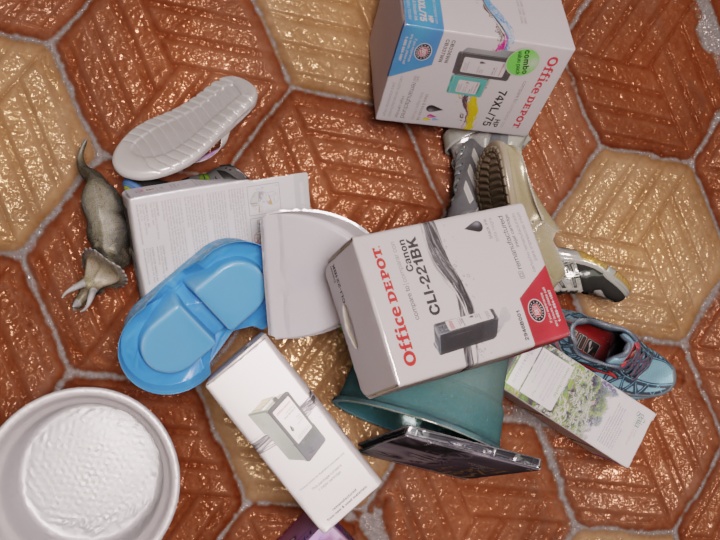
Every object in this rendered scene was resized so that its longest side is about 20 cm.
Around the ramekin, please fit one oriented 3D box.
[{"bbox_3d":[-0.296,0.225,0.775,0.199,0.098,0.202,1,85,-11],"label":"ramekin"}]

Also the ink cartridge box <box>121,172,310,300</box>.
[{"bbox_3d":[-0.156,-0.025,0.814,0.199,0.057,0.163,-14,115,-26],"label":"ink cartridge box"}]

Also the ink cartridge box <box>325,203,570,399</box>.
[{"bbox_3d":[0.084,0.028,0.704,0.199,0.084,0.145,-13,78,-23],"label":"ink cartridge box"}]

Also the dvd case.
[{"bbox_3d":[0.089,0.209,0.805,0.148,0.200,0.016,16,69,-10],"label":"dvd case"}]

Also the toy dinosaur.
[{"bbox_3d":[-0.283,-0.054,0.800,0.077,0.102,0.201,0,86,-12],"label":"toy dinosaur"}]

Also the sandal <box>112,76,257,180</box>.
[{"bbox_3d":[-0.196,-0.158,0.844,0.082,0.050,0.203,38,61,21],"label":"sandal"}]

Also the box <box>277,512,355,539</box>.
[{"bbox_3d":[-0.040,0.405,0.813,0.176,0.097,0.200,-44,95,-12],"label":"box"}]

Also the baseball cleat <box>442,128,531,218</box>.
[{"bbox_3d":[0.134,-0.121,0.920,0.106,0.070,0.200,33,75,7],"label":"baseball cleat"}]

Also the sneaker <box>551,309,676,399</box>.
[{"bbox_3d":[0.326,0.114,0.914,0.199,0.096,0.080,23,81,-9],"label":"sneaker"}]

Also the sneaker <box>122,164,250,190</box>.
[{"bbox_3d":[-0.179,-0.087,0.849,0.198,0.071,0.083,7,67,-11],"label":"sneaker"}]

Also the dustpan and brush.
[{"bbox_3d":[0.000,0.000,0.766,0.199,0.057,0.140,-2,98,9],"label":"dustpan and brush"}]

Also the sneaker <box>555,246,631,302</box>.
[{"bbox_3d":[0.247,0.008,0.926,0.199,0.076,0.088,24,88,0],"label":"sneaker"}]

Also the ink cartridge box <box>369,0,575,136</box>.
[{"bbox_3d":[0.125,-0.272,0.859,0.199,0.147,0.147,4,57,-11],"label":"ink cartridge box"}]

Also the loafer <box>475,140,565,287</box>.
[{"bbox_3d":[0.194,-0.060,0.856,0.068,0.076,0.201,-19,102,-19],"label":"loafer"}]

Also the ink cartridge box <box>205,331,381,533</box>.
[{"bbox_3d":[-0.080,0.173,0.800,0.084,0.145,0.200,-38,93,-10],"label":"ink cartridge box"}]

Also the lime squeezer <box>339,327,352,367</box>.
[{"bbox_3d":[-0.035,0.054,0.875,0.070,0.038,0.201,-33,93,-12],"label":"lime squeezer"}]

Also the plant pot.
[{"bbox_3d":[0.091,0.090,0.828,0.199,0.200,0.197,21,74,-9],"label":"plant pot"}]

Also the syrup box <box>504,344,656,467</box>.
[{"bbox_3d":[0.260,0.160,0.904,0.199,0.081,0.079,33,81,-8],"label":"syrup box"}]

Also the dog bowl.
[{"bbox_3d":[-0.174,0.044,0.777,0.200,0.050,0.112,-41,122,-7],"label":"dog bowl"}]
